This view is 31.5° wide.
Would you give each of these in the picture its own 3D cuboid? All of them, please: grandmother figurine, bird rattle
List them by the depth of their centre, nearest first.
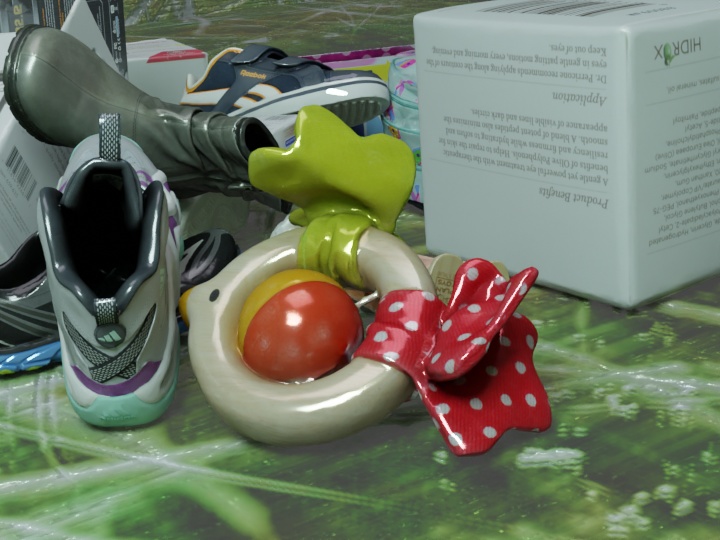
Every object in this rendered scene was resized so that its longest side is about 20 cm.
[{"bbox_3d":[-0.004,0.028,0.640,0.162,0.113,0.201,-29,56,-7],"label":"bird rattle"},{"bbox_3d":[0.000,0.000,0.802,0.120,0.062,0.199,18,-2,-35],"label":"grandmother figurine"}]

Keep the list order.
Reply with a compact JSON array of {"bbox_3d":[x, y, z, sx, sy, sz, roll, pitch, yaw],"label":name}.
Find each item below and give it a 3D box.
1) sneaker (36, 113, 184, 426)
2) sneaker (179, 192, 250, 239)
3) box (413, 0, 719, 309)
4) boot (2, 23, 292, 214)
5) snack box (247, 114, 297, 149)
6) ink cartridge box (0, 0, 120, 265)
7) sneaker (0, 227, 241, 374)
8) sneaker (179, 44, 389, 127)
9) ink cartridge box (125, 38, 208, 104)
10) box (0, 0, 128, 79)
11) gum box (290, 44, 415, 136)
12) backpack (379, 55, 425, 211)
[{"bbox_3d":[-0.129,-0.036,0.667,0.076,0.141,0.202,-8,49,-11],"label":"sneaker"},{"bbox_3d":[-0.141,-0.053,0.974,0.083,0.076,0.200,3,18,12],"label":"sneaker"},{"bbox_3d":[0.170,-0.094,0.856,0.198,0.174,0.198,-15,19,-34],"label":"box"},{"bbox_3d":[-0.121,-0.094,0.803,0.129,0.069,0.200,6,-16,24],"label":"boot"},{"bbox_3d":[-0.139,-0.094,0.955,0.197,0.025,0.072,2,25,31],"label":"snack box"},{"bbox_3d":[-0.226,-0.078,0.859,0.066,0.117,0.202,-1,48,18],"label":"ink cartridge box"},{"bbox_3d":[-0.159,0.004,0.773,0.197,0.084,0.070,-14,19,-29],"label":"sneaker"},{"bbox_3d":[-0.069,-0.146,1.028,0.197,0.081,0.078,-10,-12,28],"label":"sneaker"},{"bbox_3d":[-0.280,-0.239,1.618,0.143,0.085,0.200,-9,17,-17],"label":"ink cartridge box"},{"bbox_3d":[-0.281,-0.167,1.175,0.048,0.203,0.158,10,22,31],"label":"box"},{"bbox_3d":[-0.004,-0.135,1.144,0.197,0.115,0.066,-8,16,-10],"label":"gum box"},{"bbox_3d":[0.111,-0.121,1.046,0.197,0.129,0.167,-13,21,-17],"label":"backpack"}]
